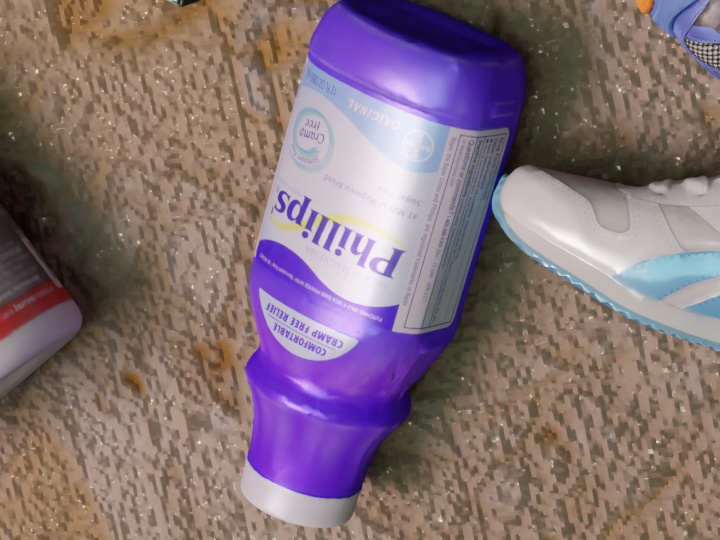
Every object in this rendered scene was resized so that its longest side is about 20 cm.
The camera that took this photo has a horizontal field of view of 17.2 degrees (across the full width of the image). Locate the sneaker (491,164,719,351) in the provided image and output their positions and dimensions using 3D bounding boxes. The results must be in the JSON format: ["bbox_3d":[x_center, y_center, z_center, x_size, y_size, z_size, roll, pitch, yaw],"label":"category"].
[{"bbox_3d":[0.146,-0.008,0.856,0.199,0.077,0.081,18,95,12],"label":"sneaker"}]

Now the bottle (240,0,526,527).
[{"bbox_3d":[0.000,0.000,0.906,0.083,0.065,0.201,28,113,30],"label":"bottle"}]

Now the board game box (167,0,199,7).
[{"bbox_3d":[-0.077,-0.213,0.906,0.105,0.023,0.201,25,111,10],"label":"board game box"}]

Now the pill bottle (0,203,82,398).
[{"bbox_3d":[-0.213,-0.025,0.953,0.114,0.114,0.200,-38,89,24],"label":"pill bottle"}]

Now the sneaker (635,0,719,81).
[{"bbox_3d":[0.188,-0.126,0.813,0.200,0.075,0.079,-30,101,32],"label":"sneaker"}]
